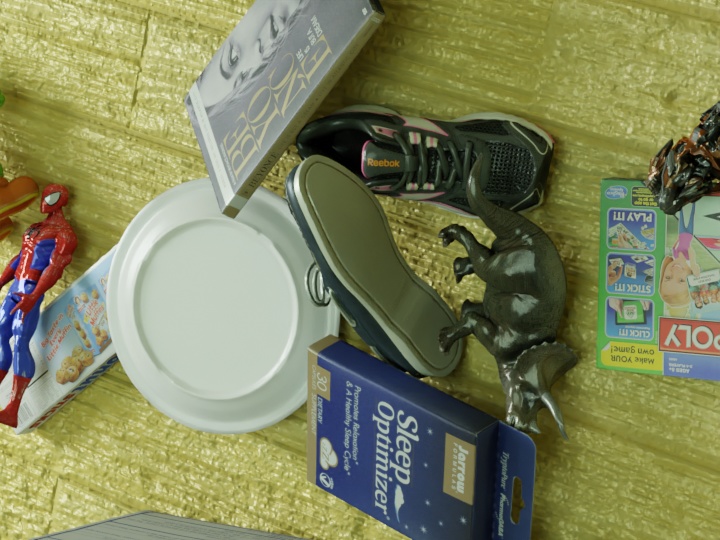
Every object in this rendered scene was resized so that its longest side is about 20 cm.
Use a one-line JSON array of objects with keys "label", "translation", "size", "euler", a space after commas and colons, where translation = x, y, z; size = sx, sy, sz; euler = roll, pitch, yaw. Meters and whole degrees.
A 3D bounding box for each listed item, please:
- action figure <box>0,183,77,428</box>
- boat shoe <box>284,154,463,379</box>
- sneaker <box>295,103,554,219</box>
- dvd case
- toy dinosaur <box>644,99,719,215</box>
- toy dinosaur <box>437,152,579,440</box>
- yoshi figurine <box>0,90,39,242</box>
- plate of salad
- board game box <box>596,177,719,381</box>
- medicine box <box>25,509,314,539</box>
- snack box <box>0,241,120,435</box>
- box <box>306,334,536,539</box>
[{"label": "action figure", "translation": [-0.277, 0.025, 1.761], "size": [0.065, 0.052, 0.201], "euler": [11, 80, 50]}, {"label": "boat shoe", "translation": [0.000, 0.000, 1.555], "size": [0.062, 0.075, 0.200], "euler": [-7, 134, 45]}, {"label": "sneaker", "translation": [0.040, -0.076, 1.553], "size": [0.199, 0.086, 0.081], "euler": [5, 99, 31]}, {"label": "dvd case", "translation": [-0.061, -0.157, 1.607], "size": [0.200, 0.016, 0.149], "euler": [-52, 36, 25]}, {"label": "toy dinosaur", "translation": [0.275, -0.101, 1.397], "size": [0.200, 0.102, 0.136], "euler": [-55, 23, 24]}, {"label": "toy dinosaur", "translation": [0.110, 0.014, 1.529], "size": [0.102, 0.077, 0.201], "euler": [5, 101, 23]}, {"label": "yoshi figurine", "translation": [-0.347, -0.119, 1.800], "size": [0.112, 0.112, 0.200], "euler": [-39, 84, -4]}, {"label": "plate of salad", "translation": [-0.105, 0.027, 1.677], "size": [0.199, 0.048, 0.201], "euler": [2, 96, 20]}, {"label": "board game box", "translation": [0.257, 0.008, 1.460], "size": [0.199, 0.029, 0.135], "euler": [4, 96, 32]}, {"label": "medicine box", "translation": [-0.150, 0.258, 1.635], "size": [0.182, 0.200, 0.103], "euler": [6, 97, 32]}, {"label": "snack box", "translation": [-0.232, 0.054, 1.772], "size": [0.200, 0.024, 0.072], "euler": [-38, 73, 29]}, {"label": "box", "translation": [0.040, 0.138, 1.570], "size": [0.200, 0.032, 0.122], "euler": [24, 126, 35]}]
